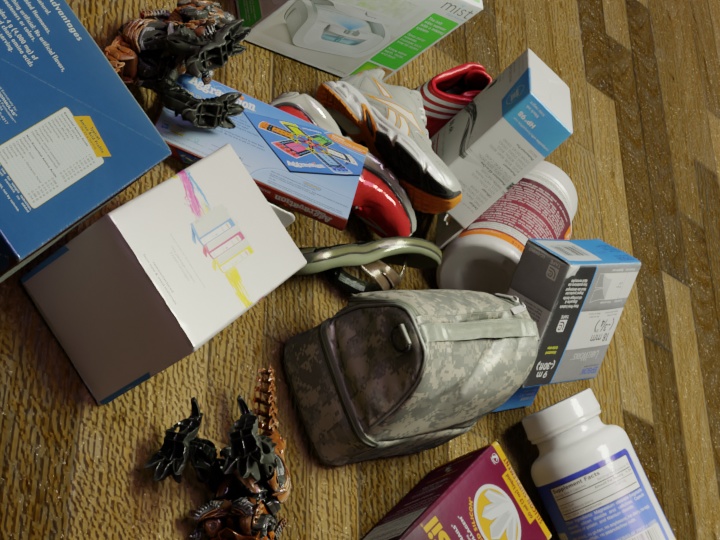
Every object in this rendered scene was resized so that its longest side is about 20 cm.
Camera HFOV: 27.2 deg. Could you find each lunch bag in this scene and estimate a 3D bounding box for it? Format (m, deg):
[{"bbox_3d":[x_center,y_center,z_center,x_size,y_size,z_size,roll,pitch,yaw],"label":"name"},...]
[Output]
[{"bbox_3d":[0.055,0.086,1.388,0.199,0.167,0.141,0,67,-49],"label":"lunch bag"}]

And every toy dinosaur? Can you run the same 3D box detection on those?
[{"bbox_3d":[-0.102,0.174,1.235,0.136,0.101,0.201,54,16,-47],"label":"toy dinosaur"},{"bbox_3d":[-0.177,-0.189,1.360,0.135,0.103,0.200,25,60,22],"label":"toy dinosaur"}]

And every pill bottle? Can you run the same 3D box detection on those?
[{"bbox_3d":[0.167,-0.034,1.639,0.114,0.114,0.200,51,39,-12],"label":"pill bottle"},{"bbox_3d":[0.246,0.232,1.561,0.112,0.112,0.202,-16,78,-52],"label":"pill bottle"}]

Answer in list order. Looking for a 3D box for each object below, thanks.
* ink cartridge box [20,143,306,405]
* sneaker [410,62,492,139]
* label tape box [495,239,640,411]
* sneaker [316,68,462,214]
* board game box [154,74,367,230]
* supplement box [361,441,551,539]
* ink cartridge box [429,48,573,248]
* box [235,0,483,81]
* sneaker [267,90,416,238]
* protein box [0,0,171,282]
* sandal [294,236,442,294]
[{"bbox_3d":[-0.154,-0.004,1.240,0.126,0.128,0.200,56,37,-4],"label":"ink cartridge box"},{"bbox_3d":[0.128,-0.168,1.679,0.199,0.115,0.079,7,61,-46],"label":"sneaker"},{"bbox_3d":[0.195,0.071,1.529,0.063,0.202,0.143,31,21,35],"label":"label tape box"},{"bbox_3d":[0.047,-0.144,1.531,0.092,0.076,0.200,-32,63,-26],"label":"sneaker"},{"bbox_3d":[-0.095,-0.116,1.407,0.198,0.019,0.104,23,48,-8],"label":"board game box"},{"bbox_3d":[0.081,0.258,1.373,0.111,0.085,0.200,59,38,-3],"label":"supplement box"},{"bbox_3d":[0.129,-0.126,1.573,0.067,0.200,0.116,40,26,-18],"label":"ink cartridge box"},{"bbox_3d":[-0.003,-0.298,1.563,0.199,0.176,0.098,15,55,-44],"label":"box"},{"bbox_3d":[-0.031,-0.086,1.496,0.200,0.077,0.085,41,58,-15],"label":"sneaker"},{"bbox_3d":[-0.291,-0.103,1.139,0.199,0.134,0.200,55,38,-7],"label":"protein box"},{"bbox_3d":[-0.001,0.000,1.468,0.200,0.079,0.058,-6,90,-44],"label":"sandal"}]
